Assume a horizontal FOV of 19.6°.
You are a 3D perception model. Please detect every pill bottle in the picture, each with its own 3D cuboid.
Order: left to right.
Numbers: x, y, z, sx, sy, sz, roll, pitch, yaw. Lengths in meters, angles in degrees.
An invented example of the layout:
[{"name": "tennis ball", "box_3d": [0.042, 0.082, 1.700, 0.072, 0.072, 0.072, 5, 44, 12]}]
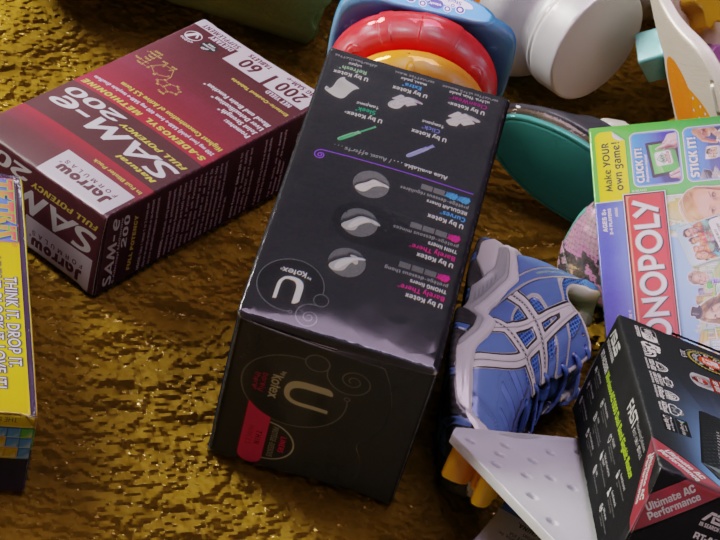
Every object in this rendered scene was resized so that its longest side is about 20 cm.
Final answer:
[{"name": "pill bottle", "box_3d": [0.095, -0.207, 1.437, 0.113, 0.113, 0.200, -20, 48, -38]}]

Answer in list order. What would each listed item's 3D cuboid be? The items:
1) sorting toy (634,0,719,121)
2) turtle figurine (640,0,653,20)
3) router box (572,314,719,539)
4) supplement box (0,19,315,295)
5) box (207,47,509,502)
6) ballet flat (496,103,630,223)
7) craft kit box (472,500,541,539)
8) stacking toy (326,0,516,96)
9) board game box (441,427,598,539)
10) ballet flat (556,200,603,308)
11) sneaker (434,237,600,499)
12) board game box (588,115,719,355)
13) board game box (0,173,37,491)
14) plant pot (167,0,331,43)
[{"name": "sorting toy", "box_3d": [0.241, -0.186, 1.395, 0.200, 0.180, 0.107, -25, 7, -42]}, {"name": "turtle figurine", "box_3d": [0.273, -0.257, 1.545, 0.194, 0.200, 0.144, -10, 9, -24]}, {"name": "router box", "box_3d": [0.189, 0.106, 1.010, 0.150, 0.062, 0.200, 22, 19, -7]}, {"name": "supplement box", "box_3d": [-0.123, -0.071, 1.231, 0.109, 0.061, 0.200, 33, 41, 22]}, {"name": "box", "box_3d": [0.000, 0.000, 1.102, 0.106, 0.122, 0.200, 16, 49, 1]}, {"name": "ballet flat", "box_3d": [0.173, -0.048, 1.297, 0.200, 0.073, 0.073, 33, 40, 11]}, {"name": "craft kit box", "box_3d": [0.106, 0.215, 0.957, 0.200, 0.049, 0.198, 29, 36, 18]}, {"name": "stacking toy", "box_3d": [0.022, -0.068, 1.264, 0.116, 0.110, 0.200, 13, 51, 0]}, {"name": "board game box", "box_3d": [0.164, 0.146, 1.011, 0.200, 0.026, 0.200, 9, 23, -36]}, {"name": "ballet flat", "box_3d": [0.211, 0.016, 1.225, 0.200, 0.071, 0.069, 27, 38, 15]}, {"name": "sneaker", "box_3d": [0.085, 0.050, 1.133, 0.077, 0.076, 0.200, 13, 38, 5]}, {"name": "board game box", "box_3d": [0.203, 0.004, 1.178, 0.134, 0.029, 0.200, -5, 61, 6]}, {"name": "board game box", "box_3d": [-0.254, 0.023, 1.068, 0.165, 0.057, 0.200, 6, 37, -16]}, {"name": "plant pot", "box_3d": [-0.091, -0.246, 1.384, 0.190, 0.200, 0.200, 25, 36, -6]}]
